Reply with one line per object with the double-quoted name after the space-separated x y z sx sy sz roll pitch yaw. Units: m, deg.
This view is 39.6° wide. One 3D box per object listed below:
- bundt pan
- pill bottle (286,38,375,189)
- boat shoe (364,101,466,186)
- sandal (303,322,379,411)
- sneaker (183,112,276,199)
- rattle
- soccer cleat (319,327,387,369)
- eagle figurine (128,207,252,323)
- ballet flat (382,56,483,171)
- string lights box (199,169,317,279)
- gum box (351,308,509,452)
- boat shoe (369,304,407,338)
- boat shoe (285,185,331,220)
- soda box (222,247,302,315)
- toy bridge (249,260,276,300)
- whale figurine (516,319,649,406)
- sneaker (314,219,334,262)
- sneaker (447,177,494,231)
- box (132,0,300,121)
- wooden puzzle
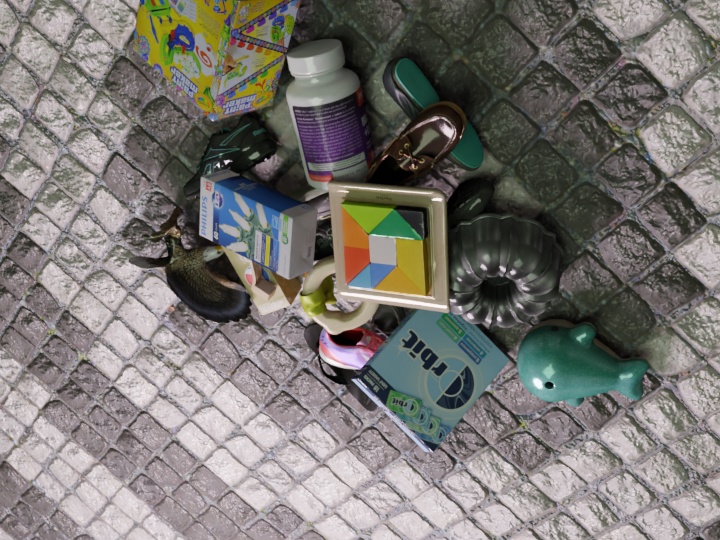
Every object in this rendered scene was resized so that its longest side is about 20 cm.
0.206 0.012 1.487 0.200 0.076 0.203 3 135 3 "bundt pan"
-0.047 -0.231 1.475 0.111 0.112 0.201 2 121 25 "pill bottle"
0.074 -0.163 1.409 0.070 0.070 0.200 43 142 -5 "boat shoe"
-0.037 0.166 1.731 0.200 0.045 0.075 47 137 25 "sandal"
-0.221 -0.183 1.630 0.199 0.075 0.080 -29 91 30 "sneaker"
0.000 0.000 1.601 0.130 0.143 0.200 45 105 1 "rattle"
0.028 0.134 1.634 0.198 0.069 0.073 14 143 8 "soccer cleat"
-0.279 0.003 1.713 0.150 0.152 0.201 -11 116 39 "eagle figurine"
0.100 -0.222 1.443 0.073 0.073 0.200 -30 110 37 "ballet flat"
-0.159 -0.074 1.536 0.199 0.059 0.104 24 122 33 "string lights box"
0.114 0.158 1.599 0.170 0.200 0.045 44 164 -7 "gum box"
0.042 0.135 1.702 0.066 0.057 0.201 16 126 16 "boat shoe"
-0.091 -0.098 1.598 0.200 0.072 0.061 -17 112 44 "boat shoe"
-0.179 -0.029 1.696 0.064 0.068 0.201 -18 111 26 "soda box"
-0.149 -0.036 1.610 0.067 0.027 0.201 33 132 10 "toy bridge"
0.337 0.156 1.538 0.198 0.104 0.160 15 125 17 "whale figurine"
-0.017 -0.059 1.590 0.199 0.082 0.075 -32 103 38 "sneaker"
0.156 -0.062 1.519 0.090 0.076 0.200 30 136 -6 "sneaker"
-0.210 -0.357 1.428 0.200 0.122 0.193 42 133 24 "box"
0.039 -0.031 1.458 0.184 0.037 0.202 7 119 24 "wooden puzzle"
